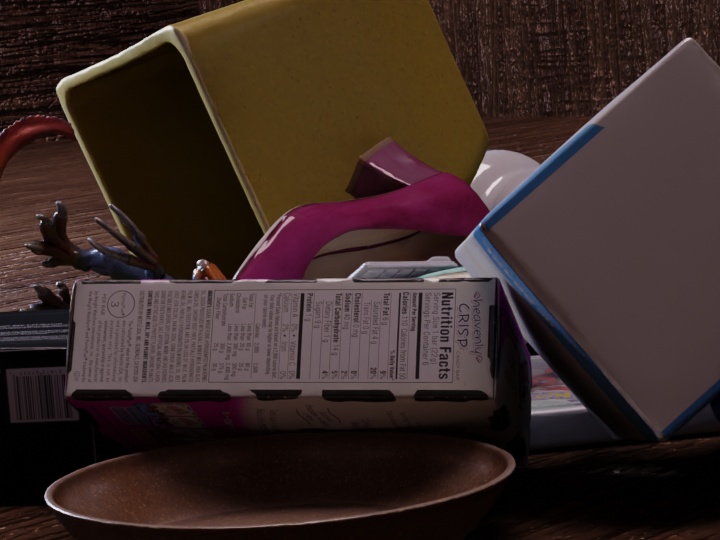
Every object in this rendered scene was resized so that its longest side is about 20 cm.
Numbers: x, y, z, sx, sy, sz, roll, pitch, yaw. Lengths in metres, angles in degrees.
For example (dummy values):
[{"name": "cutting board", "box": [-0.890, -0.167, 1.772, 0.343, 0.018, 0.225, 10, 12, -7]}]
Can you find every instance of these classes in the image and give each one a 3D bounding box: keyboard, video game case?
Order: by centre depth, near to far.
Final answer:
[{"name": "video game case", "box": [0.077, 0.069, 1.437, 0.199, 0.023, 0.182, -5, 7, -11]}, {"name": "keyboard", "box": [-0.016, 0.033, 1.479, 0.056, 0.011, 0.200, -7, -18, -30]}]

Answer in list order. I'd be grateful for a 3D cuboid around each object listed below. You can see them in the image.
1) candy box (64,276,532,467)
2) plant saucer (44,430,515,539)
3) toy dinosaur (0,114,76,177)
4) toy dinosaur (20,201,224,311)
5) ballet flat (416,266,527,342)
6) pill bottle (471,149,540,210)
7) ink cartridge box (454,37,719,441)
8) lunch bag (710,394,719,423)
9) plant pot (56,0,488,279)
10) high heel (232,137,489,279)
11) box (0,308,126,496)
[{"name": "candy box", "box": [-0.025, 0.049, 1.271, 0.199, 0.061, 0.136, 1, -17, 9]}, {"name": "plant saucer", "box": [-0.033, 0.103, 1.149, 0.199, 0.037, 0.200, -3, 7, 0]}, {"name": "toy dinosaur", "box": [-0.281, -0.004, 1.656, 0.199, 0.182, 0.105, -27, -46, 26]}, {"name": "toy dinosaur", "box": [-0.125, 0.017, 1.662, 0.181, 0.106, 0.200, 18, 8, 30]}, {"name": "ballet flat", "box": [0.014, 0.042, 1.396, 0.199, 0.068, 0.063, -7, 48, -12]}, {"name": "pill bottle", "box": [0.069, -0.025, 1.842, 0.115, 0.116, 0.200, -9, 9, -38]}, {"name": "ink cartridge box", "box": [0.131, -0.008, 1.253, 0.128, 0.125, 0.200, -42, -1, -4]}, {"name": "lunch bag", "box": [0.263, 0.054, 1.290, 0.150, 0.095, 0.200, -7, -5, -14]}, {"name": "plant pot", "box": [-0.039, -0.084, 1.725, 0.200, 0.195, 0.195, -28, 6, -29]}, {"name": "high heel", "box": [0.000, 0.000, 1.565, 0.096, 0.068, 0.200, 37, 54, 13]}, {"name": "box", "box": [-0.210, 0.067, 1.371, 0.199, 0.079, 0.141, -3, 9, 12]}]
